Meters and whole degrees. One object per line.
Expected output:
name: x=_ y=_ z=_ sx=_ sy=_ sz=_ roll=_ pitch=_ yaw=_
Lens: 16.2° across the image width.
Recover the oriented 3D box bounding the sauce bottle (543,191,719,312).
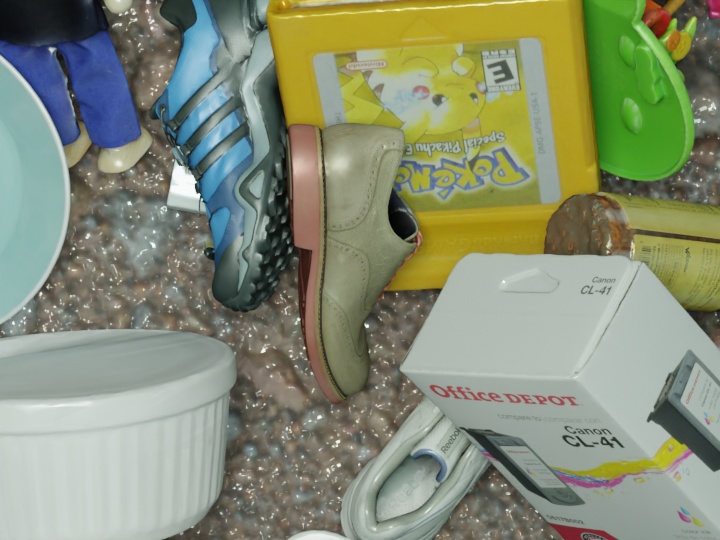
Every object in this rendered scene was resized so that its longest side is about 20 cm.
sauce bottle: x=0.199 y=-0.006 z=1.472 sx=0.200 sy=0.066 sz=0.066 roll=7 pitch=86 yaw=-35

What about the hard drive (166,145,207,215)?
hard drive: x=-0.007 y=-0.085 z=1.532 sx=0.200 sy=0.027 sz=0.132 roll=10 pitch=87 yaw=0

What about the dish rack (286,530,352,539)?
dish rack: x=0.001 y=0.265 z=1.498 sx=0.172 sy=0.044 sz=0.200 roll=21 pitch=92 yaw=-1

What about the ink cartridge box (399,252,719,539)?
ink cartridge box: x=0.141 y=0.083 z=1.419 sx=0.200 sy=0.148 sz=0.086 roll=44 pitch=63 yaw=-32

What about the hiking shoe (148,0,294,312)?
hiking shoe: x=-0.080 y=-0.074 z=1.490 sx=0.087 sy=0.074 sz=0.200 roll=1 pitch=82 yaw=14

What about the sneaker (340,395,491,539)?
sneaker: x=0.065 y=0.090 z=1.494 sx=0.074 sy=0.087 sz=0.200 roll=35 pitch=86 yaw=3

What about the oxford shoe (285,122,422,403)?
oxford shoe: x=0.000 y=0.000 z=1.457 sx=0.075 sy=0.200 sz=0.070 roll=-6 pitch=45 yaw=-2

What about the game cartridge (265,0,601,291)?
game cartridge: x=0.047 y=-0.074 z=1.452 sx=0.176 sy=0.032 sz=0.200 roll=-3 pitch=125 yaw=10

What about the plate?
plate: x=-0.265 y=-0.054 z=1.502 sx=0.200 sy=0.026 sz=0.200 roll=3 pitch=105 yaw=11

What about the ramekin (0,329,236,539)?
ramekin: x=-0.167 y=0.097 z=1.441 sx=0.202 sy=0.202 sz=0.094 roll=-3 pitch=100 yaw=-1

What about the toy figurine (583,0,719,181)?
toy figurine: x=0.188 y=-0.182 z=1.473 sx=0.150 sy=0.200 sz=0.184 roll=33 pitch=62 yaw=31

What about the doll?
doll: x=-0.186 y=-0.148 z=1.460 sx=0.136 sy=0.048 sz=0.200 roll=4 pitch=130 yaw=24
